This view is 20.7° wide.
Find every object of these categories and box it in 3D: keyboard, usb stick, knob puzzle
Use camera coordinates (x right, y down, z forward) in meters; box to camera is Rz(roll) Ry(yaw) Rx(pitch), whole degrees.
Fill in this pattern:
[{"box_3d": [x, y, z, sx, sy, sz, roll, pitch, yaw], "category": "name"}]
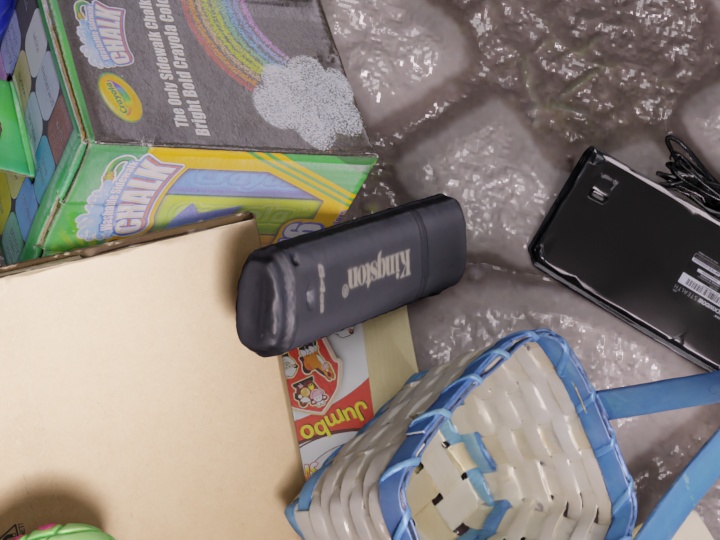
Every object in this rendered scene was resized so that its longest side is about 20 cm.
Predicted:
[{"box_3d": [0.202, 0.000, 1.132, 0.200, 0.040, 0.104, 31, 93, -5], "category": "keyboard"}, {"box_3d": [0.000, 0.000, 0.984, 0.033, 0.200, 0.056, 12, 105, 27], "category": "usb stick"}, {"box_3d": [-0.054, 0.097, 1.035, 0.219, 0.030, 0.220, 3, 75, -12], "category": "knob puzzle"}]

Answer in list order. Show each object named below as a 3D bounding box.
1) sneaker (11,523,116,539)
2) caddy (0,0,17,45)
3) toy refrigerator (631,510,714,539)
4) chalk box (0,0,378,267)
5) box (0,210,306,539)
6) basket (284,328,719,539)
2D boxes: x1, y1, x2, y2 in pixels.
[{"box_3d": [-0.179, 0.203, 0.906, 0.200, 0.077, 0.084, -47, 51, 11], "category": "sneaker"}, {"box_3d": [-0.262, -0.101, 0.984, 0.200, 0.141, 0.105, -32, 79, -19], "category": "caddy"}, {"box_3d": [0.097, 0.202, 1.019, 0.200, 0.076, 0.070, -29, 83, -19], "category": "toy refrigerator"}, {"box_3d": [-0.116, -0.065, 0.976, 0.200, 0.124, 0.124, 2, 51, -27], "category": "chalk box"}, {"box_3d": [-0.111, 0.084, 0.953, 0.163, 0.021, 0.200, -13, 107, -12], "category": "box"}, {"box_3d": [0.081, 0.108, 0.939, 0.176, 0.200, 0.139, -41, 107, -38], "category": "basket"}]
